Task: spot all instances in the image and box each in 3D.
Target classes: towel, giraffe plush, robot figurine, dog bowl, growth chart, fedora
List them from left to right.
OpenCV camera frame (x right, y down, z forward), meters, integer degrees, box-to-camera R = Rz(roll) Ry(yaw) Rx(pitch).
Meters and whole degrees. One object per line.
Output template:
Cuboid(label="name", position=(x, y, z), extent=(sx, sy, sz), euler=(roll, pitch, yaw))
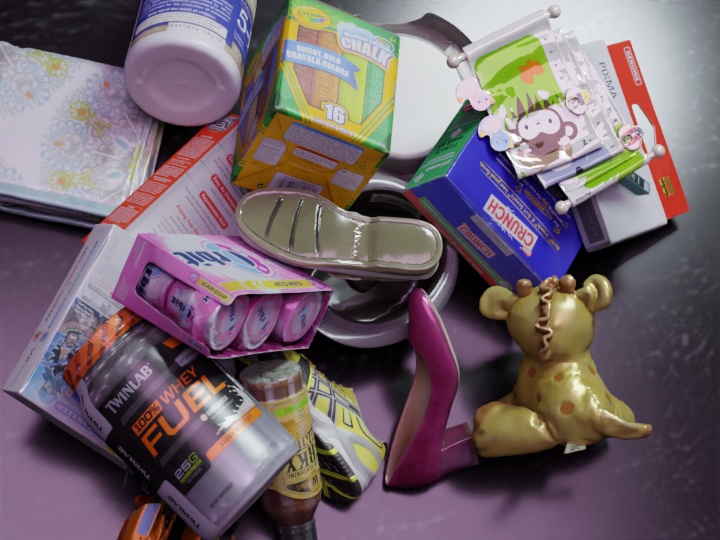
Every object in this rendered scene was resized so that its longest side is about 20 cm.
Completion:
Cuboid(label="towel", position=(-0.303, -0.135, 1.676), extent=(0.198, 0.048, 0.173), euler=(12, 68, -4))
Cuboid(label="robot figurine", position=(-0.164, 0.233, 1.540), extent=(0.145, 0.058, 0.202), euler=(30, 74, -38))
Cuboid(label="fedora", position=(0.000, 0.000, 1.647), extent=(0.200, 0.090, 0.177), euler=(-37, 82, -25))
Cuboid(label="dog bowl", position=(0.039, -0.176, 1.728), extent=(0.198, 0.059, 0.202), euler=(2, 71, -7))
Cuboid(label="growth chart", position=(0.185, -0.156, 1.594), extent=(0.144, 0.018, 0.201), euler=(-35, 90, -7))
Cuboid(label="giraffe plush", position=(0.184, 0.088, 1.572), extent=(0.171, 0.200, 0.164), euler=(-8, 87, -7))

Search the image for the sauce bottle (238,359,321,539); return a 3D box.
Cuboid(label="sauce bottle", position=(-0.070, 0.186, 1.550), extent=(0.064, 0.065, 0.202), euler=(-13, 109, -12))

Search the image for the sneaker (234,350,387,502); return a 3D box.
Cuboid(label="sneaker", position=(-0.051, 0.130, 1.607), extent=(0.076, 0.075, 0.201), euler=(-38, 98, -42))

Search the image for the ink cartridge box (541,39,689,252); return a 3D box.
Cuboid(label="ink cartridge box", position=(0.266, -0.136, 1.673), extent=(0.173, 0.043, 0.202), euler=(-19, 89, -38))

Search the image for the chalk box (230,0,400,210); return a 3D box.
Cuboid(label="chalk box", position=(-0.041, -0.176, 1.595), extent=(0.123, 0.124, 0.201), euler=(18, 52, -18))

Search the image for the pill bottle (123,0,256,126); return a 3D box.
Cuboid(label="pill bottle", position=(-0.169, -0.258, 1.675), extent=(0.119, 0.120, 0.201), euler=(10, 50, -4))

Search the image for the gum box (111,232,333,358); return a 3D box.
Cuboid(label="gum box", position=(-0.124, 0.021, 1.480), extent=(0.113, 0.200, 0.067), euler=(30, 103, 23))

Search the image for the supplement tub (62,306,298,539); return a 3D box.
Cuboid(label="supplement tub", position=(-0.163, 0.131, 1.455), extent=(0.200, 0.123, 0.123), euler=(43, 72, 5))

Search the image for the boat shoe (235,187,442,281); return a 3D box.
Cuboid(label="boat shoe", position=(-0.023, -0.024, 1.561), extent=(0.198, 0.068, 0.075), euler=(14, 70, 1))

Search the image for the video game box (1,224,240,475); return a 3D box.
Cuboid(label="video game box", position=(-0.214, 0.086, 1.557), extent=(0.200, 0.047, 0.183), euler=(40, 67, -33))

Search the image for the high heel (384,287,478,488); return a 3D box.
Cuboid(label="high heel", position=(0.049, 0.117, 1.588), extent=(0.095, 0.067, 0.201), euler=(-16, 117, -4))

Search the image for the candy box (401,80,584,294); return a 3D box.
Cuboid(label="candy box", position=(0.161, -0.094, 1.657), extent=(0.169, 0.077, 0.201), euler=(46, 54, -17))

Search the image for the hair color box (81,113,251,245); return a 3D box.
Cuboid(label="hair color box", position=(-0.170, -0.055, 1.636), extent=(0.200, 0.061, 0.102), euler=(-44, 119, -18))
